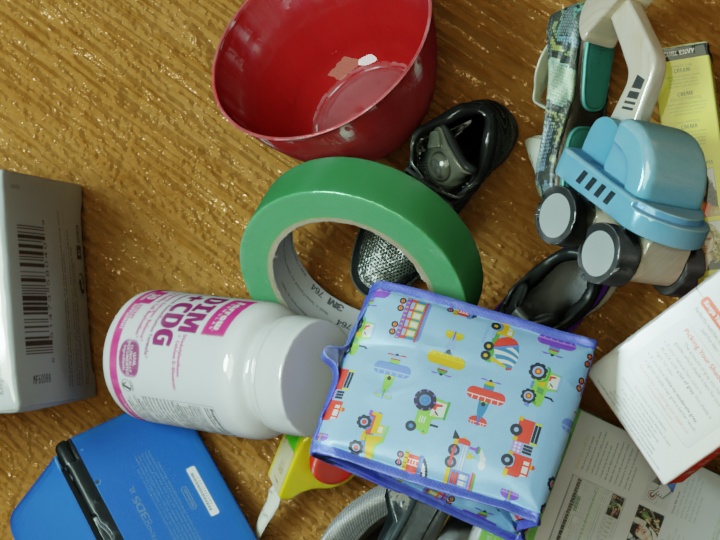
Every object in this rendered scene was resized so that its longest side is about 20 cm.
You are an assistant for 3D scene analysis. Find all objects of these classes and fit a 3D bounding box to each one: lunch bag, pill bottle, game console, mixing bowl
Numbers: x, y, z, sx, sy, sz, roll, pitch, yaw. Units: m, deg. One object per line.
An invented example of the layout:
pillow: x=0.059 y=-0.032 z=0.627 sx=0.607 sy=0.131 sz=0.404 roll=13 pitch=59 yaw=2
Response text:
lunch bag: x=0.062 y=0.100 z=1.380 sx=0.199 sy=0.094 sz=0.151 roll=21 pitch=70 yaw=2
pill bottle: x=-0.109 y=0.079 z=1.485 sx=0.199 sy=0.113 sz=0.114 roll=5 pitch=89 yaw=39
game console: x=-0.195 y=0.242 z=1.562 sx=0.170 sy=0.119 sz=0.201 roll=-24 pitch=66 yaw=-20
mixing bowl: x=-0.013 y=-0.160 z=1.492 sx=0.199 sy=0.109 sz=0.201 roll=-15 pitch=51 yaw=19

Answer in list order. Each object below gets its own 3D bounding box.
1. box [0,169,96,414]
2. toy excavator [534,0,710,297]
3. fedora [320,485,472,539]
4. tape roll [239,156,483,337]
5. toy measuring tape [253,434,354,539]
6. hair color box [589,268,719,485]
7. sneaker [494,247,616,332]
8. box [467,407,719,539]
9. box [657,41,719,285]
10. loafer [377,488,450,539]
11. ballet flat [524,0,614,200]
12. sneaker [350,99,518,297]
box: x=-0.341 y=0.024 z=1.530 sx=0.170 sy=0.200 sz=0.201 roll=-5 pitch=88 yaw=10
toy excavator: x=0.217 y=-0.105 z=1.410 sx=0.194 sy=0.099 sz=0.201 roll=46 pitch=119 yaw=48
fedora: x=0.059 y=0.256 z=1.491 sx=0.199 sy=0.090 sz=0.178 roll=-27 pitch=85 yaw=2
tape roll: x=0.000 y=0.000 z=1.471 sx=0.199 sy=0.048 sz=0.201 roll=15 pitch=135 yaw=15
toy measuring tape: x=-0.043 y=0.183 z=1.537 sx=0.073 sy=0.074 sz=0.201 roll=26 pitch=110 yaw=12
hair color box: x=0.289 y=0.064 z=1.381 sx=0.200 sy=0.064 sz=0.111 roll=-39 pitch=74 yaw=17
sneaker: x=0.129 y=0.050 z=1.477 sx=0.070 sy=0.099 sz=0.200 roll=42 pitch=96 yaw=12
box: x=0.198 y=0.201 z=1.443 sx=0.199 sy=0.036 sz=0.145 roll=26 pitch=73 yaw=-7
box: x=0.276 y=-0.081 z=1.465 sx=0.050 sy=0.075 sz=0.202 roll=-8 pitch=88 yaw=13
loafer: x=0.043 y=0.226 z=1.413 sx=0.072 sy=0.073 sz=0.202 roll=15 pitch=86 yaw=2
ballet flat: x=0.172 y=-0.125 z=1.498 sx=0.074 sy=0.074 sz=0.202 roll=9 pitch=87 yaw=12
sneaker: x=0.051 y=-0.062 z=1.493 sx=0.076 sy=0.114 sz=0.200 roll=42 pitch=99 yaw=11
